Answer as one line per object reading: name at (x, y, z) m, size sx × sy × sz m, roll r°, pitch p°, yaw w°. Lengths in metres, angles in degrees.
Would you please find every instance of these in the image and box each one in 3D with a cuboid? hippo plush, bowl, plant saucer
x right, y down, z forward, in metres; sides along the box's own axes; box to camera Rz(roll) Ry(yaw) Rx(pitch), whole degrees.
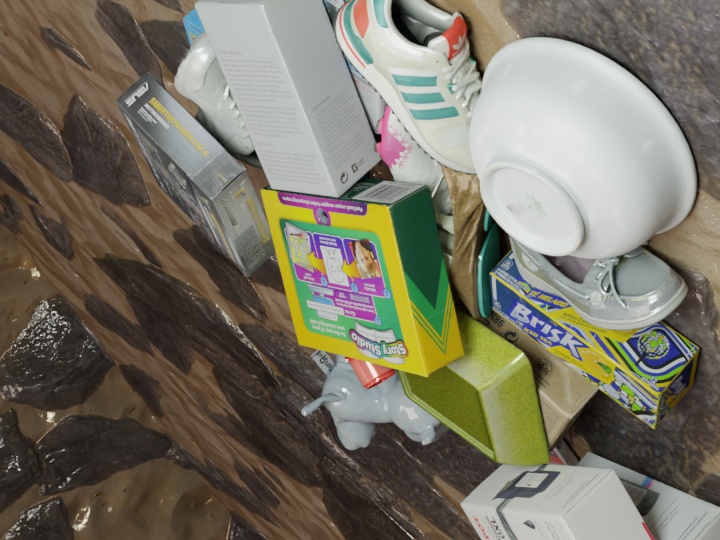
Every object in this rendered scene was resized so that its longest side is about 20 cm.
hippo plush at (0.042, 0.139, 1.804) m, size 0.158 × 0.161 × 0.200 m, roll 4°, pitch 160°, yaw 18°
bowl at (0.157, -0.077, 1.142) m, size 0.200 × 0.091 × 0.202 m, roll 33°, pitch 152°, yaw 19°
plant saucer at (0.097, 0.111, 1.494) m, size 0.199 × 0.048 × 0.201 m, roll 34°, pitch 156°, yaw 34°

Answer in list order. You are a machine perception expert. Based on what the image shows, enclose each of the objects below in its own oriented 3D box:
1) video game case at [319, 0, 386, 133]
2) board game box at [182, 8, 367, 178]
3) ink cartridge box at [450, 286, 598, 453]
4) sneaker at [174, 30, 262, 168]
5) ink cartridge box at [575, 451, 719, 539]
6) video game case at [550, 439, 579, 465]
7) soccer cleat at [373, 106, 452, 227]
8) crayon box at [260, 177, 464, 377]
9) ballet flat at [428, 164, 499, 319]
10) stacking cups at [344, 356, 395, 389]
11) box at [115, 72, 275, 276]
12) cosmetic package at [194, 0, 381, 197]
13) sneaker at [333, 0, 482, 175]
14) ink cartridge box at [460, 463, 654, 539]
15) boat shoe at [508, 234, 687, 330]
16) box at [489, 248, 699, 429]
video game case at (-0.047, -0.244, 1.353) m, size 0.199 × 0.024 × 0.183 m, roll 38°, pitch 152°, yaw 25°
board game box at (-0.087, -0.172, 1.546) m, size 0.195 × 0.056 × 0.201 m, roll 37°, pitch 158°, yaw 27°
ink cartridge box at (0.152, 0.089, 1.518) m, size 0.200 × 0.075 × 0.165 m, roll 42°, pitch 161°, yaw 12°
sneaker at (-0.121, -0.170, 1.452) m, size 0.099 × 0.078 × 0.200 m, roll 33°, pitch 166°, yaw 18°
ink cartridge box at (0.317, 0.300, 1.564) m, size 0.199 × 0.086 × 0.148 m, roll 17°, pitch 144°, yaw 53°
video game case at (0.173, 0.166, 1.706) m, size 0.201 × 0.017 × 0.143 m, roll 54°, pitch 160°, yaw -16°
soccer cleat at (0.065, -0.098, 1.382) m, size 0.085 × 0.070 × 0.201 m, roll 15°, pitch 148°, yaw 16°
crayon box at (0.000, 0.000, 1.409) m, size 0.199 × 0.058 × 0.175 m, roll 11°, pitch 122°, yaw 49°
ballet flat at (0.095, -0.040, 1.357) m, size 0.071 × 0.068 × 0.202 m, roll 14°, pitch 138°, yaw 16°
stacking cups at (-0.024, 0.030, 1.554) m, size 0.202 × 0.060 × 0.061 m, roll 61°, pitch 161°, yaw 6°
box at (-0.168, -0.097, 1.515) m, size 0.158 × 0.048 × 0.200 m, roll 44°, pitch 168°, yaw 21°
cosmetic package at (-0.066, -0.174, 1.350) m, size 0.101 × 0.071 × 0.202 m, roll 11°, pitch 133°, yaw 44°
sneaker at (0.069, -0.164, 1.221) m, size 0.200 × 0.071 × 0.093 m, roll 46°, pitch 148°, yaw -12°
ink cartridge box at (0.213, 0.282, 1.509) m, size 0.146 × 0.084 × 0.199 m, roll 59°, pitch 156°, yaw -10°
boat shoe at (0.197, -0.007, 1.253) m, size 0.201 × 0.074 × 0.065 m, roll 31°, pitch 161°, yaw 54°
box at (0.213, 0.053, 1.340) m, size 0.199 × 0.064 × 0.070 m, roll 37°, pitch 159°, yaw 26°
